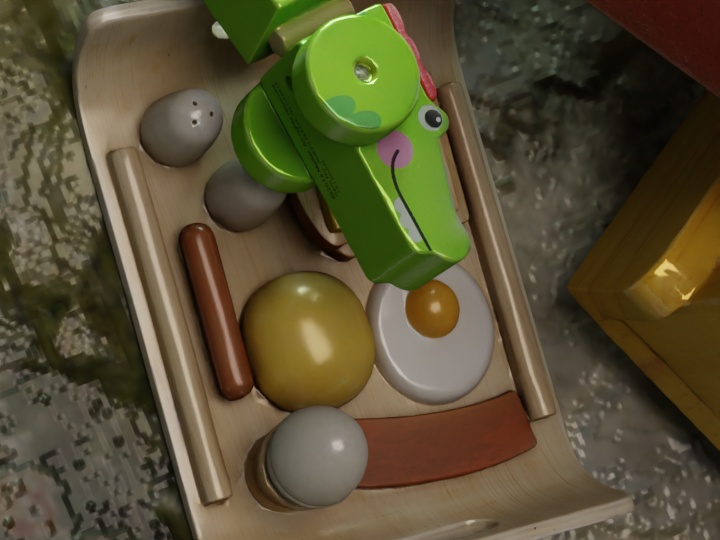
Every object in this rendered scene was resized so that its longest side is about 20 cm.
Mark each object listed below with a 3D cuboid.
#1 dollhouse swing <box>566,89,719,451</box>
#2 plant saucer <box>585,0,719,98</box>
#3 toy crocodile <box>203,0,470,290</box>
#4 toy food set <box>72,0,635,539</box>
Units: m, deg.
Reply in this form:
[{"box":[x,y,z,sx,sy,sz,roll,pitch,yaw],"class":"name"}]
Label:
[{"box":[0.204,0.020,0.889,0.200,0.176,0.182,45,57,-11],"class":"dollhouse swing"},{"box":[0.135,-0.090,0.875,0.200,0.037,0.199,37,24,18],"class":"plant saucer"},{"box":[-0.021,-0.086,0.844,0.062,0.068,0.201,-27,82,-28],"class":"toy crocodile"},{"box":[0.000,0.000,0.884,0.143,0.060,0.201,-13,84,-25],"class":"toy food set"}]
